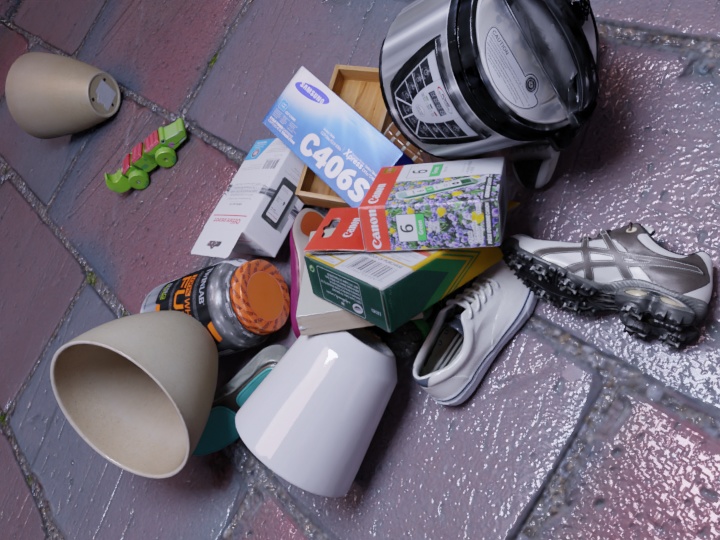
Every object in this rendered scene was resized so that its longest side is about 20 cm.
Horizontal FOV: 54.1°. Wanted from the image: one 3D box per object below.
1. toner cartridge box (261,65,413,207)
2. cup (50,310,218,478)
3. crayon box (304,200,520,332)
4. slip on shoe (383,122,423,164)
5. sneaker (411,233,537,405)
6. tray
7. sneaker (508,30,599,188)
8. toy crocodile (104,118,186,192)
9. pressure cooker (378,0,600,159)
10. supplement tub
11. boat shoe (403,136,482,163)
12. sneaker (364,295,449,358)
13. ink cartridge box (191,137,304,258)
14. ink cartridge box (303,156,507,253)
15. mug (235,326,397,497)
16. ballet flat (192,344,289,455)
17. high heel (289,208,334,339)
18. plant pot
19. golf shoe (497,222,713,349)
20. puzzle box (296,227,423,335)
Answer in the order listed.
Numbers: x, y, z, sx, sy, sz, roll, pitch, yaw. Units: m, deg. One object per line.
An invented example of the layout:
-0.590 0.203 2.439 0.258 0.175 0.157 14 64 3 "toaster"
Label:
-0.033 -0.168 0.919 0.200 0.043 0.095 44 100 23 "toner cartridge box"
-0.256 0.132 0.879 0.198 0.202 0.143 -17 20 33 "cup"
0.058 -0.021 0.732 0.198 0.052 0.125 -30 33 -29 "crayon box"
0.106 -0.193 0.884 0.200 0.060 0.077 -40 80 39 "slip on shoe"
0.124 0.046 0.736 0.073 0.071 0.202 24 83 44 "sneaker"
-0.013 -0.183 0.975 0.097 0.037 0.203 11 76 21 "tray"
0.217 -0.189 0.775 0.075 0.080 0.204 18 101 58 "sneaker"
-0.400 -0.215 1.322 0.198 0.061 0.068 -32 51 24 "toy crocodile"
0.130 -0.208 0.680 0.199 0.173 0.182 -1 83 59 "pressure cooker"
-0.200 0.057 0.974 0.198 0.122 0.125 -18 58 33 "supplement tub"
0.078 -0.168 0.828 0.070 0.070 0.203 -27 89 37 "boat shoe"
0.033 0.033 0.835 0.084 0.079 0.199 -29 34 -21 "sneaker"
-0.146 -0.089 1.007 0.115 0.068 0.202 6 63 50 "ink cartridge box"
0.045 -0.066 0.707 0.196 0.051 0.109 -2 28 17 "ink cartridge box"
-0.046 0.127 0.781 0.186 0.148 0.155 39 100 46 "mug"
-0.159 0.171 0.936 0.199 0.067 0.064 -40 21 17 "ballet flat"
-0.073 0.007 0.942 0.202 0.066 0.097 -93 21 -47 "high heel"
-0.627 -0.383 1.540 0.197 0.187 0.191 5 72 27 "plant pot"
0.231 -0.004 0.670 0.198 0.078 0.095 24 73 29 "golf shoe"
0.000 0.000 0.798 0.130 0.026 0.201 -8 29 6 "puzzle box"
